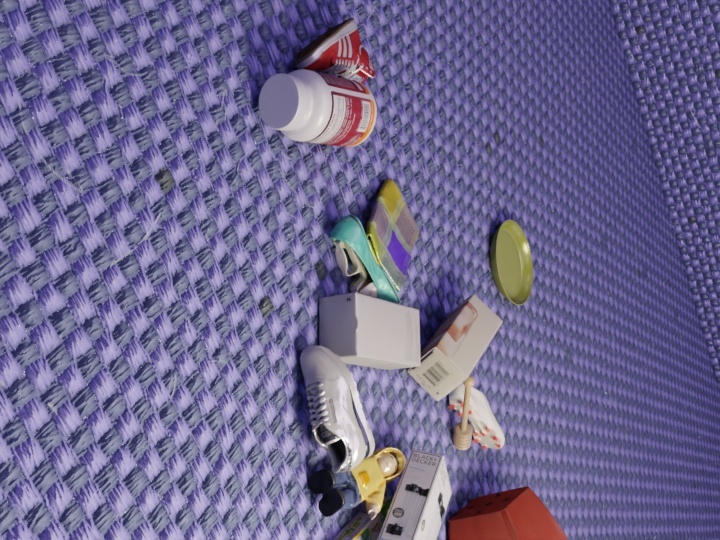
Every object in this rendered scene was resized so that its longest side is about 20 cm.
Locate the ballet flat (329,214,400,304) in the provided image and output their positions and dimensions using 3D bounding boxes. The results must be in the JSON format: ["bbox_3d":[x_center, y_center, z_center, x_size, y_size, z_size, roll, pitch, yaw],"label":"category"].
[{"bbox_3d":[0.000,0.000,1.488,0.070,0.067,0.201,-41,119,-23],"label":"ballet flat"}]

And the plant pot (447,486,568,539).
[{"bbox_3d":[0.280,0.539,1.671,0.199,0.199,0.178,-14,82,-55],"label":"plant pot"}]

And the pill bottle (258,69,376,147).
[{"bbox_3d":[-0.070,-0.264,1.388,0.199,0.112,0.115,-4,86,-55],"label":"pill bottle"}]

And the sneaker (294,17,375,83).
[{"bbox_3d":[-0.038,-0.358,1.489,0.113,0.071,0.200,63,37,-20],"label":"sneaker"}]

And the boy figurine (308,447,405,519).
[{"bbox_3d":[0.004,0.343,1.396,0.199,0.064,0.125,-5,64,-51],"label":"boy figurine"}]

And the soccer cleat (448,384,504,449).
[{"bbox_3d":[0.247,0.296,1.768,0.201,0.069,0.078,52,41,-32],"label":"soccer cleat"}]

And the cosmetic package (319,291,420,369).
[{"bbox_3d":[0.019,0.107,1.462,0.199,0.084,0.109,18,68,-52],"label":"cosmetic package"}]

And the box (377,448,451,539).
[{"bbox_3d":[0.091,0.416,1.426,0.201,0.059,0.118,-62,149,-42],"label":"box"}]

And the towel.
[{"bbox_3d":[0.061,-0.068,1.588,0.145,0.023,0.201,62,29,-27],"label":"towel"}]

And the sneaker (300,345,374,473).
[{"bbox_3d":[-0.048,0.213,1.332,0.080,0.076,0.202,-21,83,-47],"label":"sneaker"}]

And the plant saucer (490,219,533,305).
[{"bbox_3d":[0.353,-0.017,2.014,0.199,0.031,0.203,18,68,-53],"label":"plant saucer"}]

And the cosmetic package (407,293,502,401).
[{"bbox_3d":[0.185,0.147,1.658,0.087,0.103,0.200,44,40,1],"label":"cosmetic package"}]

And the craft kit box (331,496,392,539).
[{"bbox_3d":[0.015,0.512,1.408,0.197,0.048,0.203,-27,106,-51],"label":"craft kit box"}]

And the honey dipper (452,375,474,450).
[{"bbox_3d":[0.205,0.274,1.656,0.038,0.038,0.202,-58,157,-43],"label":"honey dipper"}]
